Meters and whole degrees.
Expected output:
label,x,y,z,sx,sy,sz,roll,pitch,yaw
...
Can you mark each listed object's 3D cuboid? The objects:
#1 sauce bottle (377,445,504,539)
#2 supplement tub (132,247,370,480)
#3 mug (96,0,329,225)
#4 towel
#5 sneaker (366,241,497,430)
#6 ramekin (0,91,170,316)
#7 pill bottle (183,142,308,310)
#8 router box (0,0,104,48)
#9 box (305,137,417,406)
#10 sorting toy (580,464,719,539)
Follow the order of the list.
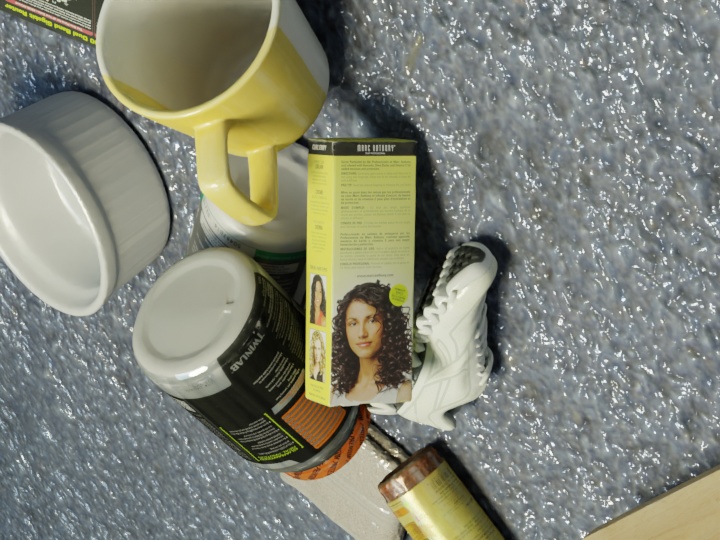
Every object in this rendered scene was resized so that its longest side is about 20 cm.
label,x,y,z,sx,sy,sz,roll,pitch,yaw
sauce bottle,0.096,0.244,1.664,0.200,0.066,0.066,53,146,2
supplement tub,-0.080,0.080,1.554,0.122,0.123,0.200,18,160,42
mug,-0.104,-0.140,1.458,0.149,0.188,0.153,20,171,27
towel,-0.032,0.163,1.779,0.200,0.034,0.133,38,144,23
sneaker,0.073,0.054,1.537,0.081,0.075,0.200,27,138,0
ramekin,-0.267,-0.067,1.814,0.200,0.098,0.201,32,140,31
pill bottle,-0.090,-0.009,1.632,0.113,0.113,0.200,43,144,16
router box,-0.194,-0.248,1.553,0.199,0.062,0.150,23,137,13
box,0.000,0.000,1.490,0.050,0.075,0.201,11,102,64
sorting toy,0.286,0.233,1.415,0.199,0.069,0.200,53,147,3
